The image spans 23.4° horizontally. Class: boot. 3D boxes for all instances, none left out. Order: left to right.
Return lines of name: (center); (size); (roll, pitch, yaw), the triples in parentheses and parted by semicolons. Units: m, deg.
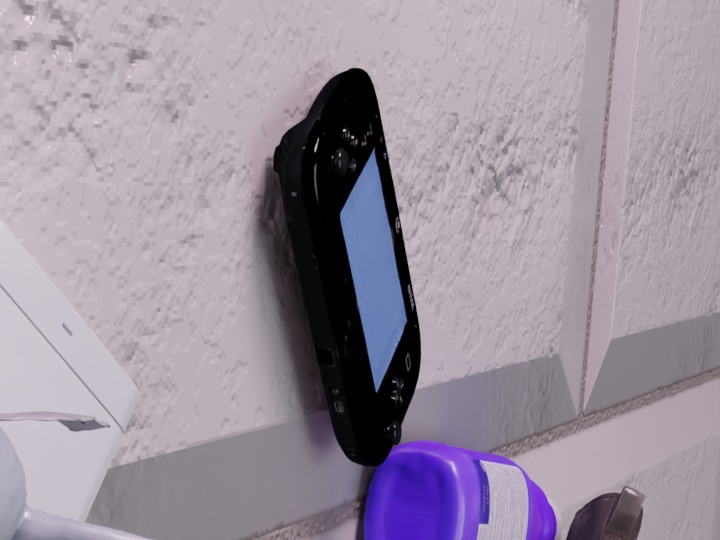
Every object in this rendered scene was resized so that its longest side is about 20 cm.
boot: (0.129, 0.238, 1.104); (0.200, 0.069, 0.175); (116, -3, -61)

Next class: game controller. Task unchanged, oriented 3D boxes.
game controller: (0.000, 0.000, 0.888); (0.104, 0.042, 0.201); (-53, 142, -45)

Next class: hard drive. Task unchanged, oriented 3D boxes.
hard drive: (-0.151, 0.096, 0.620); (0.201, 0.027, 0.132); (-68, 150, -27)

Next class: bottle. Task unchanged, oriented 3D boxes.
bottle: (0.068, 0.149, 1.036); (0.200, 0.065, 0.084); (21, 76, -64)

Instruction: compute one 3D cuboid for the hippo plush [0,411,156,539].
hippo plush: (-0.184, 0.072, 0.464); (0.161, 0.159, 0.200); (-53, 137, 7)
